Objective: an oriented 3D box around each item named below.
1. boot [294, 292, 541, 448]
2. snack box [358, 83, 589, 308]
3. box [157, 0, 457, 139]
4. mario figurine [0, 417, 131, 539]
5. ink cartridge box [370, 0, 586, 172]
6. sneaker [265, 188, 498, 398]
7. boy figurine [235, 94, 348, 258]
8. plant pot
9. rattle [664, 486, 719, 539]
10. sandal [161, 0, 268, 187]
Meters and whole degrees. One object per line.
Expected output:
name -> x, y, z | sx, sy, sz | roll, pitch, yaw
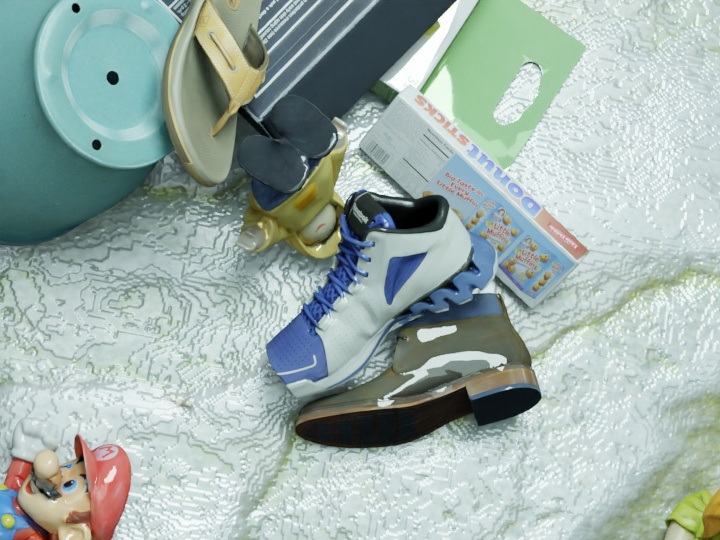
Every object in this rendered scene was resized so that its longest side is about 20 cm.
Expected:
boot -> 0.040, 0.081, 1.486 | 0.198, 0.075, 0.098 | -9, 59, -2
snack box -> 0.091, -0.059, 1.500 | 0.200, 0.072, 0.024 | 43, 44, 1
box -> -0.061, -0.229, 1.446 | 0.200, 0.123, 0.198 | -44, 71, -1
mario figurine -> -0.271, 0.177, 1.399 | 0.199, 0.106, 0.124 | -23, 77, -6
ink cartridge box -> 0.076, -0.193, 1.532 | 0.199, 0.048, 0.146 | 33, 78, 1
sneaker -> 0.001, 0.000, 1.440 | 0.199, 0.081, 0.115 | -33, 127, 0
boy figurine -> -0.051, -0.058, 1.415 | 0.064, 0.200, 0.125 | 36, 76, 15
plant pot -> -0.222, -0.130, 1.375 | 0.199, 0.187, 0.202 | 6, 80, -36
rattle -> 0.325, 0.263, 1.450 | 0.129, 0.143, 0.202 | -6, 75, -27
sandal -> -0.093, -0.161, 1.328 | 0.054, 0.080, 0.202 | 2, 71, 34
